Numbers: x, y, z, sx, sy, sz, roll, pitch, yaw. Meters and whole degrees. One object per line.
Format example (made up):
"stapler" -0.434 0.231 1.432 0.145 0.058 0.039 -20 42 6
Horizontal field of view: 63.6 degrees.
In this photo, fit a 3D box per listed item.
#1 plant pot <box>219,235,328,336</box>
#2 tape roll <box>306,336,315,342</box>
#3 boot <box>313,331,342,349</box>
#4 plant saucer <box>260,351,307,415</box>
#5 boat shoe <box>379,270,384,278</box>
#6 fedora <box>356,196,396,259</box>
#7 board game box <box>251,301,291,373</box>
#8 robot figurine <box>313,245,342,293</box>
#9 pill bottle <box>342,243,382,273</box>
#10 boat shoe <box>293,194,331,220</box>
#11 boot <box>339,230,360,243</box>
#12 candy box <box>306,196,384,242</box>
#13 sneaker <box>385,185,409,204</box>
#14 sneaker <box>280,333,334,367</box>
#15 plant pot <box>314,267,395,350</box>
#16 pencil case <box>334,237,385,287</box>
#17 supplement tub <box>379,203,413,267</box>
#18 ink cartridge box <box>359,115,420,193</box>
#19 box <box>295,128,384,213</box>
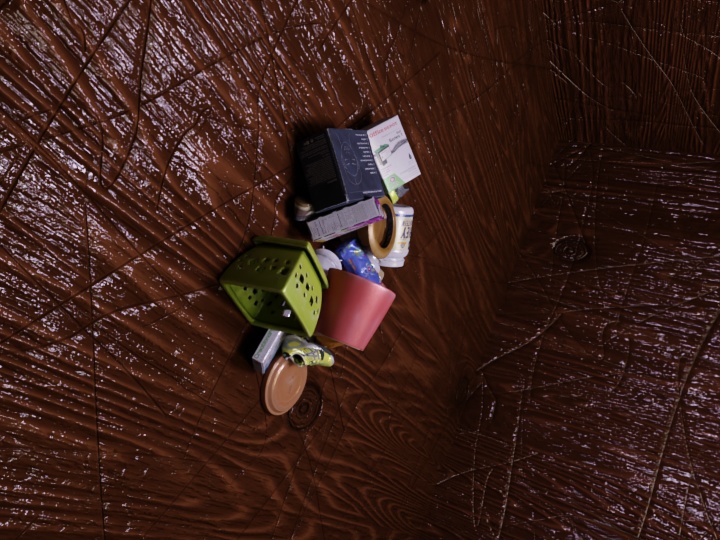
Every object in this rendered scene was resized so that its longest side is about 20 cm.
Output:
"plant pot" -0.200 0.029 1.469 0.182 0.198 0.200 -64 148 -33
"tape roll" -0.084 0.144 1.758 0.202 0.037 0.203 -20 143 -16
"boot" -0.118 0.186 1.700 0.144 0.201 0.071 129 -37 -53
"plant saucer" -0.218 0.331 1.722 0.200 0.032 0.201 -32 129 -50
"boat shoe" 0.038 0.027 1.992 0.200 0.076 0.072 -11 111 -59
"fedora" 0.042 -0.134 1.778 0.200 0.082 0.201 -3 93 -62
"board game box" -0.230 0.174 1.578 0.200 0.035 0.126 -62 177 -24
"robot figurine" -0.127 0.017 1.661 0.170 0.113 0.200 44 54 -16
"pill bottle" -0.006 0.012 1.847 0.200 0.109 0.110 -60 148 -8
"boat shoe" -0.127 -0.178 1.640 0.200 0.073 0.065 -14 133 -57
"boot" -0.018 -0.174 1.845 0.166 0.072 0.201 19 84 -73
"candy box" -0.039 -0.140 1.622 0.136 0.199 0.061 -14 85 -82
"sneaker" 0.092 -0.318 1.899 0.081 0.074 0.200 -33 124 -7
"sneaker" -0.159 0.252 1.702 0.200 0.075 0.077 30 49 -37
"plant pot" -0.026 0.110 1.574 0.200 0.200 0.178 34 76 -59
"pencil case" 0.000 0.000 1.750 0.200 0.078 0.087 59 33 -4
"supplement tub" 0.097 -0.123 1.962 0.145 0.145 0.201 -14 113 -58
"ink cartridge box" 0.077 -0.357 1.792 0.146 0.084 0.200 -34 110 -26
"box" -0.052 -0.275 1.599 0.200 0.124 0.197 -17 90 -57
